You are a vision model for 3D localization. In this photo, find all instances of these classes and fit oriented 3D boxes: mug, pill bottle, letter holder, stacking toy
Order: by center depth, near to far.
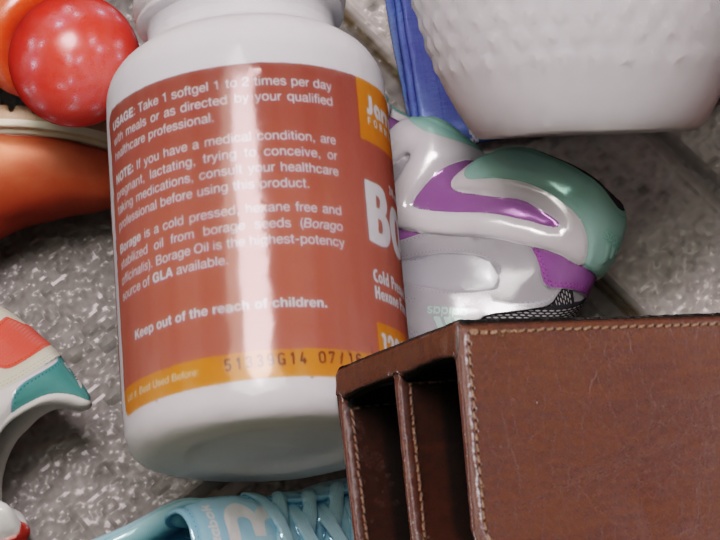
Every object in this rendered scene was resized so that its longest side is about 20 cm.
[{"bbox_3d":[0.106,0.093,0.920,0.199,0.100,0.143,-1,79,-26],"label":"letter holder"},{"bbox_3d":[0.109,-0.141,0.992,0.199,0.148,0.177,-1,93,18],"label":"mug"},{"bbox_3d":[-0.041,-0.027,1.006,0.111,0.112,0.201,-7,73,6],"label":"pill bottle"},{"bbox_3d":[-0.157,-0.112,1.112,0.085,0.086,0.200,-39,36,-11],"label":"stacking toy"}]

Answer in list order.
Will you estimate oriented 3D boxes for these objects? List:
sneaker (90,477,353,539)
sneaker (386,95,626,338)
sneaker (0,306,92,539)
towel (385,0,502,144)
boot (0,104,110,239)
[{"bbox_3d":[-0.037,0.117,1.017,0.199,0.082,0.074,-22,62,-3],"label":"sneaker"},{"bbox_3d":[0.000,0.000,1.078,0.199,0.078,0.141,22,83,37],"label":"sneaker"},{"bbox_3d":[-0.188,0.103,1.057,0.093,0.070,0.200,35,83,0],"label":"sneaker"},{"bbox_3d":[0.108,-0.133,1.158,0.199,0.024,0.146,-11,62,4],"label":"towel"},{"bbox_3d":[-0.185,-0.011,1.124,0.199,0.075,0.108,-10,75,4],"label":"boot"}]
